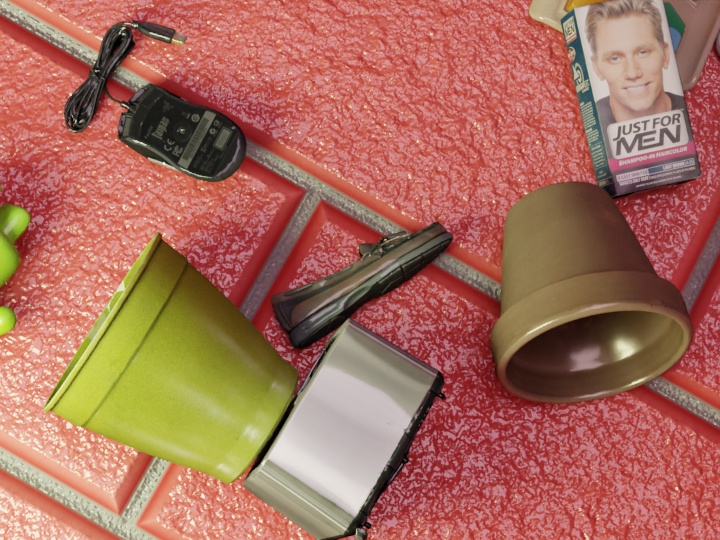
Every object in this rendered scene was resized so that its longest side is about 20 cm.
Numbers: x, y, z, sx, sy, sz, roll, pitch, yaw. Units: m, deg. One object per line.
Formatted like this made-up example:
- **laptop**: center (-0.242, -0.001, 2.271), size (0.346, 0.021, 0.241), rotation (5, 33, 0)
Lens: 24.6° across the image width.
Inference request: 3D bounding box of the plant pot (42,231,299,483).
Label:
- **plant pot**: center (-0.169, 0.101, 1.581), size (0.192, 0.200, 0.201), rotation (34, 75, -9)

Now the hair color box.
- **hair color box**: center (0.284, -0.183, 1.737), size (0.099, 0.061, 0.202), rotation (-13, 88, -8)

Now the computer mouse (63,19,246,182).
- **computer mouse**: center (-0.195, -0.174, 1.708), size (0.198, 0.046, 0.142), rotation (21, 79, 11)

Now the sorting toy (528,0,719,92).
- **sorting toy**: center (0.306, -0.315, 1.801), size (0.198, 0.036, 0.186), rotation (25, 75, 0)

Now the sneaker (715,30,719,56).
- **sneaker**: center (0.491, -0.254, 1.768), size (0.198, 0.112, 0.074), rotation (7, 73, -6)

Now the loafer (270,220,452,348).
- **loafer**: center (0.000, 0.000, 1.676), size (0.199, 0.072, 0.063), rotation (-34, 76, -11)

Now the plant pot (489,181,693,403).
- **plant pot**: center (0.218, 0.012, 1.650), size (0.198, 0.201, 0.176), rotation (-5, 59, -8)

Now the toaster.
- **toaster**: center (-0.015, 0.158, 1.569), size (0.118, 0.200, 0.182), rotation (31, 76, -3)

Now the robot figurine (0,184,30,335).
- **robot figurine**: center (-0.412, -0.002, 1.603), size (0.200, 0.115, 0.176), rotation (-48, 115, -15)
